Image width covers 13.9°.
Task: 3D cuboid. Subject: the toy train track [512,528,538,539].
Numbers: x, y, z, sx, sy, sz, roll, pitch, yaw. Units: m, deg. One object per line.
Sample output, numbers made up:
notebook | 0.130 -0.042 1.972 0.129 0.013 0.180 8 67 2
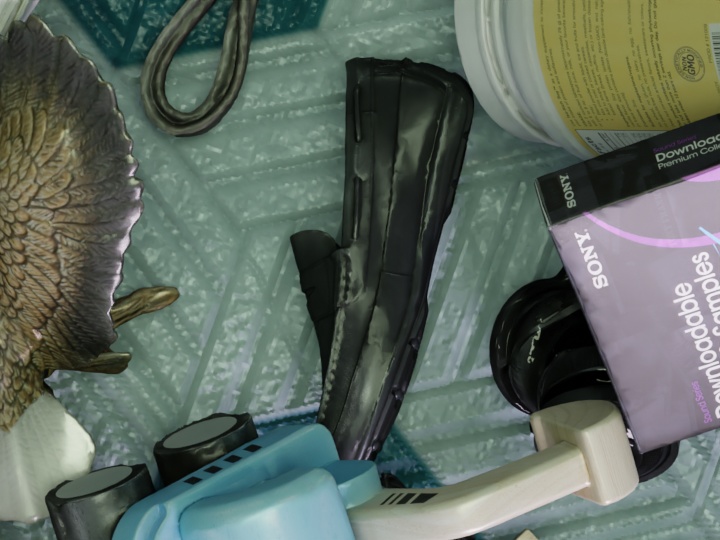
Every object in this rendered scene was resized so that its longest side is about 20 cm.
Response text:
toy train track | 0.013 0.197 1.352 0.200 0.033 0.115 -44 86 -10

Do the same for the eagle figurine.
eagle figurine | -0.172 -0.002 1.287 0.150 0.200 0.152 25 65 18

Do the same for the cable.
cable | -0.043 -0.157 1.364 0.097 0.050 0.200 43 85 -3

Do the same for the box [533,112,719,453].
box | 0.186 -0.010 1.214 0.199 0.036 0.143 -19 130 9

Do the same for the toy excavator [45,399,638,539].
toy excavator | -0.005 0.113 1.273 0.194 0.199 0.100 -26 105 -41

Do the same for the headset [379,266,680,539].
headset | 0.091 0.047 1.341 0.094 0.124 0.200 31 105 -27

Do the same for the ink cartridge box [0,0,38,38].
ink cartridge box | -0.212 -0.192 1.301 0.199 0.085 0.146 31 48 -3

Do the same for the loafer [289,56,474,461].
loafer | 0.000 0.000 1.363 0.070 0.068 0.202 13 84 4

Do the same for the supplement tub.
supplement tub | 0.154 -0.116 1.293 0.145 0.199 0.146 -4 96 -45
